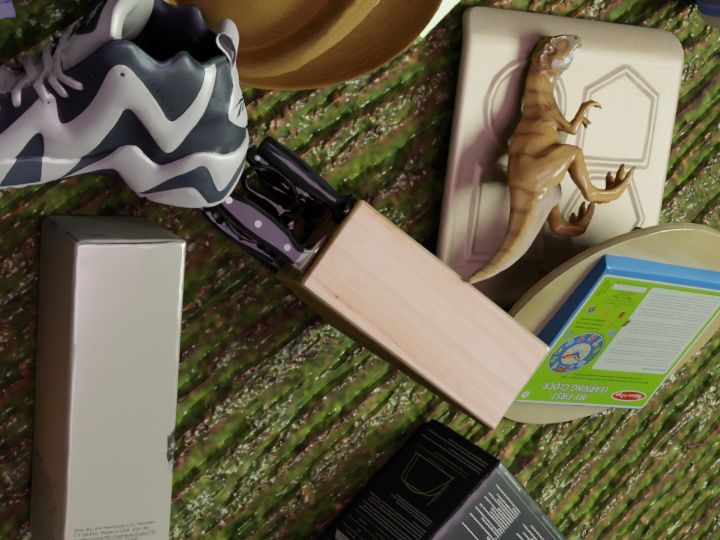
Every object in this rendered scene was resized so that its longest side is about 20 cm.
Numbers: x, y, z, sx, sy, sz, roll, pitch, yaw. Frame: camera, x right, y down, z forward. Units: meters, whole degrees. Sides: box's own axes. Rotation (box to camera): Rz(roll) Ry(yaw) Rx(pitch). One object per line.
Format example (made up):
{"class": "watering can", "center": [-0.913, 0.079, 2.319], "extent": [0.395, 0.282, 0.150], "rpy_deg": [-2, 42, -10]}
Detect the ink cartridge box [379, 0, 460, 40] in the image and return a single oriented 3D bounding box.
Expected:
{"class": "ink cartridge box", "center": [0.009, -0.260, 0.801], "extent": [0.148, 0.076, 0.200], "rpy_deg": [-47, 120, -11]}

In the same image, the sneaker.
{"class": "sneaker", "center": [-0.153, -0.108, 0.704], "extent": [0.198, 0.080, 0.130], "rpy_deg": [12, 131, -3]}

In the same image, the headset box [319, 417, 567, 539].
{"class": "headset box", "center": [0.052, 0.240, 0.938], "extent": [0.200, 0.093, 0.174], "rpy_deg": [-47, 119, -10]}

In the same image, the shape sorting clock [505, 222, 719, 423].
{"class": "shape sorting clock", "center": [0.174, 0.039, 0.943], "extent": [0.199, 0.039, 0.200], "rpy_deg": [-18, 139, -16]}

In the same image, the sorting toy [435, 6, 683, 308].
{"class": "sorting toy", "center": [0.136, -0.075, 0.944], "extent": [0.184, 0.036, 0.201], "rpy_deg": [1, 98, -28]}

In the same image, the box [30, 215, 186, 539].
{"class": "box", "center": [-0.151, 0.072, 0.796], "extent": [0.068, 0.082, 0.201], "rpy_deg": [-1, 104, -27]}

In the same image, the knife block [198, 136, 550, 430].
{"class": "knife block", "center": [0.000, 0.000, 0.810], "extent": [0.064, 0.200, 0.176], "rpy_deg": [-54, 149, -6]}

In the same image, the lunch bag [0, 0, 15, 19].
{"class": "lunch bag", "center": [-0.270, -0.191, 0.644], "extent": [0.199, 0.127, 0.170], "rpy_deg": [-13, 110, -32]}

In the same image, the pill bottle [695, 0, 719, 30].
{"class": "pill bottle", "center": [0.260, -0.275, 0.911], "extent": [0.114, 0.114, 0.201], "rpy_deg": [-31, 115, -18]}

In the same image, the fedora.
{"class": "fedora", "center": [-0.049, -0.164, 0.737], "extent": [0.200, 0.082, 0.201], "rpy_deg": [4, 129, 5]}

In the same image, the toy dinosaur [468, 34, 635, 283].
{"class": "toy dinosaur", "center": [0.116, -0.055, 0.882], "extent": [0.106, 0.060, 0.201], "rpy_deg": [25, 65, -25]}
